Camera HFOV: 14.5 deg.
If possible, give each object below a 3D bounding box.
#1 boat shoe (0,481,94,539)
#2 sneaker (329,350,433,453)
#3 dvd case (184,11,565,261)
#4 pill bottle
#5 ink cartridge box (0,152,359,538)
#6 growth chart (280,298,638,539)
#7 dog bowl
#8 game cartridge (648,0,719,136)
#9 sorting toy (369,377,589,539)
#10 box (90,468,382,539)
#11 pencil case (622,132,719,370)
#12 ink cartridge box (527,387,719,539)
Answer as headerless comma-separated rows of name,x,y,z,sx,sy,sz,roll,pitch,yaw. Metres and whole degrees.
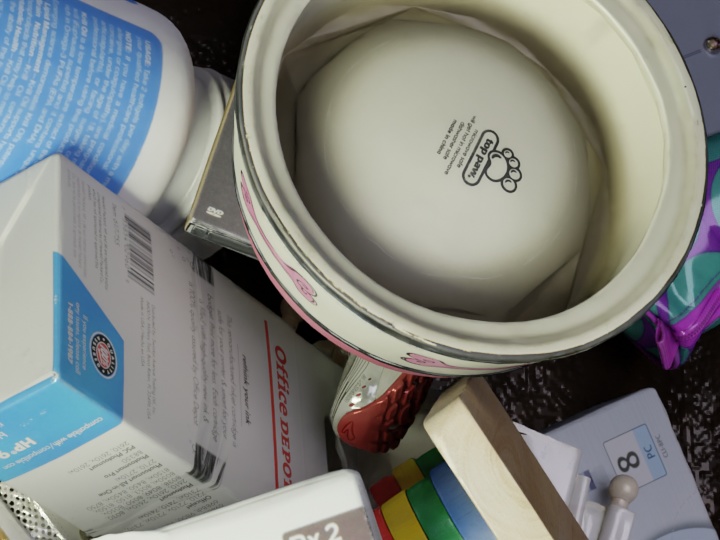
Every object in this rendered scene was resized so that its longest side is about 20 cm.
boat shoe,-0.129,0.102,1.191,0.069,0.071,0.200,-44,98,-24
sneaker,0.000,0.000,1.251,0.082,0.078,0.201,12,42,-7
dvd case,0.023,-0.077,1.214,0.148,0.016,0.201,21,63,-8
pill bottle,-0.140,-0.072,1.191,0.199,0.112,0.113,22,71,-32
ink cartridge box,-0.084,0.055,1.174,0.200,0.068,0.116,38,36,-41
growth chart,0.026,0.116,1.261,0.199,0.018,0.145,27,77,-2
dog bowl,0.037,-0.046,1.156,0.199,0.074,0.201,7,66,-16
game cartridge,0.096,-0.142,1.294,0.201,0.133,0.041,62,28,-18
sorting toy,0.070,0.147,1.159,0.069,0.200,0.199,-33,89,4
box,-0.068,0.200,1.059,0.198,0.131,0.201,-18,83,-8
pencil case,0.194,-0.041,1.334,0.200,0.092,0.085,-37,136,-6
ink cartridge box,0.080,0.163,1.289,0.199,0.047,0.161,-22,89,-28
